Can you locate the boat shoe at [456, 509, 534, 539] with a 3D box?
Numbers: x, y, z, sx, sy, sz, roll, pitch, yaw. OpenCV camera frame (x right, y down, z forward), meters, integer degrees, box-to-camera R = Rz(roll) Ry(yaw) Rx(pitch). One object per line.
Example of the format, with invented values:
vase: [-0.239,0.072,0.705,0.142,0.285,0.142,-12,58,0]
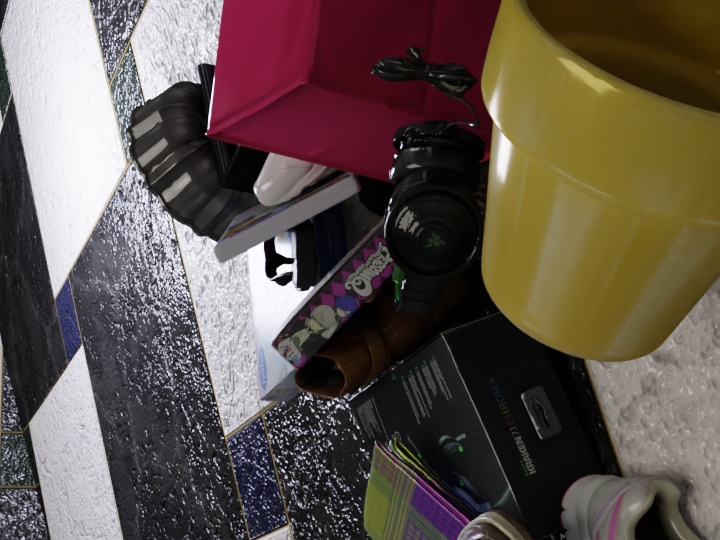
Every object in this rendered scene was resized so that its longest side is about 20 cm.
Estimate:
boat shoe: [0.077,0.257,0.794,0.075,0.075,0.204,38,141,26]

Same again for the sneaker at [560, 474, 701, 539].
sneaker: [0.208,0.235,0.756,0.088,0.080,0.202,-45,58,56]

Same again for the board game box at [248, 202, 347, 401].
board game box: [-0.069,0.019,1.203,0.199,0.043,0.202,-43,48,55]

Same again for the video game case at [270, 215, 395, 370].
video game case: [0.000,0.000,0.920,0.036,0.181,0.200,44,179,-2]

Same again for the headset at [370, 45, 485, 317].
headset: [0.038,-0.058,0.730,0.201,0.093,0.125,104,174,-48]

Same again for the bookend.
bookend: [-0.087,-0.217,1.139,0.201,0.091,0.200,-56,37,38]

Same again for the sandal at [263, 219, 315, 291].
sandal: [-0.070,-0.018,1.044,0.200,0.047,0.076,157,111,-85]

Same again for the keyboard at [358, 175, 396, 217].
keyboard: [0.028,-0.151,1.050,0.127,0.020,0.203,26,119,57]

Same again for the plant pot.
plant pot: [0.156,-0.059,0.639,0.201,0.199,0.190,55,142,39]

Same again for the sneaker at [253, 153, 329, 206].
sneaker: [-0.053,-0.157,0.997,0.201,0.099,0.078,-57,23,1]

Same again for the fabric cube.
fabric cube: [0.009,-0.197,0.850,0.196,0.198,0.202,-7,74,61]

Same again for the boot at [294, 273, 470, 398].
boot: [0.004,0.071,0.990,0.077,0.155,0.200,56,152,-4]

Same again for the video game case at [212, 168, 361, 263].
video game case: [-0.066,-0.062,1.039,0.018,0.142,0.200,63,-176,-10]

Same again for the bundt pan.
bundt pan: [-0.167,-0.134,1.244,0.075,0.201,0.204,-35,63,28]

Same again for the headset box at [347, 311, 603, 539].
headset box: [0.096,0.147,0.904,0.200,0.092,0.176,-45,65,55]

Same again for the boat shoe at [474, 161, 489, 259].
boat shoe: [0.115,-0.044,0.866,0.201,0.073,0.075,63,145,31]

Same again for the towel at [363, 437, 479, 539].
towel: [0.080,0.234,0.860,0.199,0.023,0.145,38,142,28]
